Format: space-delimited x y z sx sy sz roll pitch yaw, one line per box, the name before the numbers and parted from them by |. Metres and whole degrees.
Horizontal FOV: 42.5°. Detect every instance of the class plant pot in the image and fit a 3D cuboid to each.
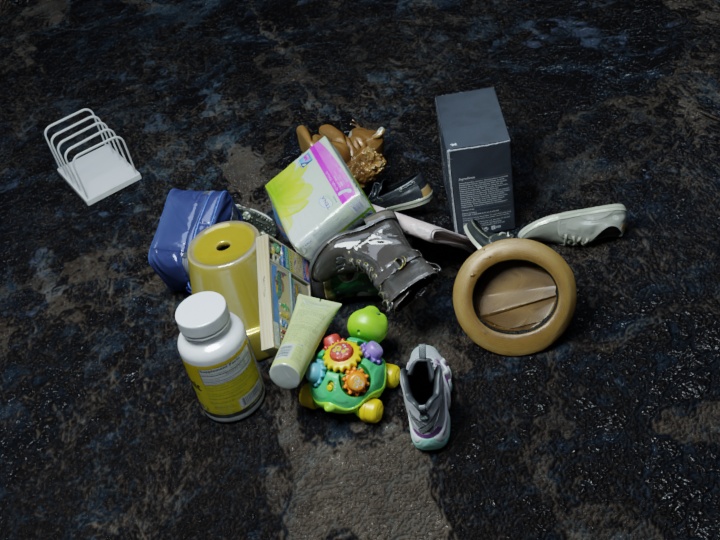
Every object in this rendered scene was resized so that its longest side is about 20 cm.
plant pot | -0.213 0.026 1.606 0.198 0.191 0.202 -8 38 7

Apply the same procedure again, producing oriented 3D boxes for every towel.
towel | 0.093 -0.080 1.678 0.198 0.190 0.033 21 94 33

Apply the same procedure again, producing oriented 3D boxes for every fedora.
fedora | 0.251 0.041 1.508 0.197 0.204 0.082 -4 4 11

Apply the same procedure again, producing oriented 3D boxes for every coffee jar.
coffee jar | 0.000 0.000 1.643 0.197 0.085 0.106 -5 78 9

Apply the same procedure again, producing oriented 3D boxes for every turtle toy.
turtle toy | -0.013 0.145 1.473 0.144 0.102 0.201 8 44 25

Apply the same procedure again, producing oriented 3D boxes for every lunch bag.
lunch bag | -0.300 -0.050 1.745 0.130 0.136 0.203 1 61 19

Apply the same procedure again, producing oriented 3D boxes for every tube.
tube | -0.089 0.105 1.467 0.052 0.058 0.201 -33 21 33

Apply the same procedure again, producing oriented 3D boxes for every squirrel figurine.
squirrel figurine | -0.019 -0.225 1.916 0.185 0.143 0.200 -18 42 -24

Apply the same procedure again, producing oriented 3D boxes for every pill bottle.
pill bottle | -0.226 0.135 1.468 0.110 0.202 0.112 -8 38 6

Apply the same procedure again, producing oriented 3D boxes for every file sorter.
file sorter | -0.622 -0.268 2.129 0.138 0.126 0.200 -31 43 -20

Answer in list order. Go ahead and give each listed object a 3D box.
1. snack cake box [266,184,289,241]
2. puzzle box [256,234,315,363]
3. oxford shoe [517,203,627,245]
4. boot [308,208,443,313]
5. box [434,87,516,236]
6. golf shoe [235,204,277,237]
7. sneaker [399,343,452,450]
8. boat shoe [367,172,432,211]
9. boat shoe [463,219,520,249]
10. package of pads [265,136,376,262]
snack cake box | -0.098 -0.092 1.771 0.067 0.116 0.200 -28 41 -18
puzzle box | -0.123 0.055 1.534 0.025 0.133 0.203 -17 63 23
oxford shoe | 0.381 -0.071 1.653 0.197 0.075 0.059 -10 75 7
boot | 0.020 0.003 1.524 0.199 0.069 0.175 -35 53 8
box | 0.217 -0.206 1.752 0.122 0.198 0.201 -10 39 4
golf shoe | -0.251 -0.108 1.872 0.197 0.078 0.088 11 29 19
sneaker | 0.099 0.153 1.398 0.077 0.141 0.201 -10 39 5
boat shoe | 0.044 -0.146 1.816 0.197 0.063 0.075 -13 22 22
boat shoe | 0.255 -0.034 1.621 0.068 0.071 0.200 -52 47 12
package of pads | -0.078 -0.126 1.641 0.154 0.068 0.201 -38 44 8
